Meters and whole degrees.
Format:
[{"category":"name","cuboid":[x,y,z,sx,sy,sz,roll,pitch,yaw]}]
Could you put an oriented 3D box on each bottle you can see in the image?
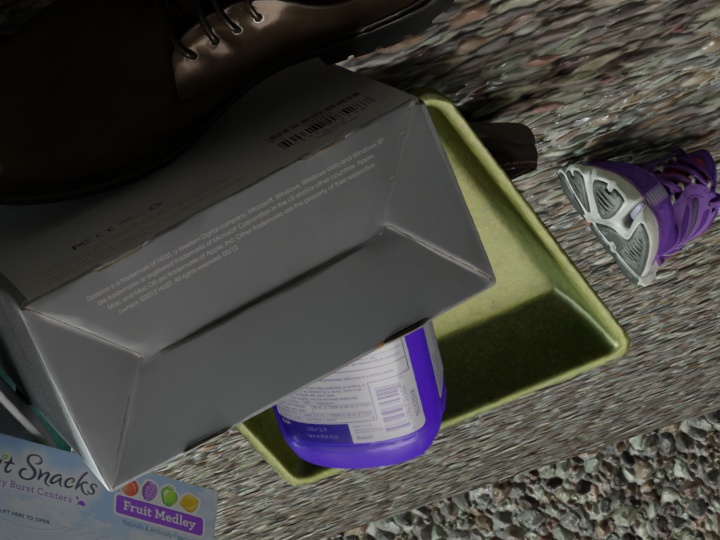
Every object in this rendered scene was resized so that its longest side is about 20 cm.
[{"category":"bottle","cuboid":[-0.014,0.006,1.248,0.083,0.065,0.200,-4,135,11]}]

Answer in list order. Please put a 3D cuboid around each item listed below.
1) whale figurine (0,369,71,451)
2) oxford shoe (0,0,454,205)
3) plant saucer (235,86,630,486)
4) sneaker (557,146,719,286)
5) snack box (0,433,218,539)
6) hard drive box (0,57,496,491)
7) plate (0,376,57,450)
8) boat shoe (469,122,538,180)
[{"category":"whale figurine","cuboid":[-0.202,0.103,1.306,0.104,0.200,0.159,-26,126,32]},{"category":"oxford shoe","cuboid":[-0.059,-0.090,0.931,0.200,0.073,0.084,-30,167,-7]},{"category":"plant saucer","cuboid":[0.000,0.000,1.323,0.199,0.048,0.200,-23,131,20]},{"category":"sneaker","cuboid":[0.170,-0.045,1.591,0.083,0.081,0.200,-37,174,7]},{"category":"snack box","cuboid":[-0.177,0.123,1.063,0.168,0.068,0.200,19,150,-30]},{"category":"hard drive box","cuboid":[-0.063,-0.012,0.998,0.156,0.077,0.200,-28,-160,-11]},{"category":"plate","cuboid":[-0.225,0.023,0.977,0.199,0.032,0.200,0,155,12]},{"category":"boat shoe","cuboid":[0.016,-0.016,1.403,0.200,0.073,0.074,-27,167,37]}]
